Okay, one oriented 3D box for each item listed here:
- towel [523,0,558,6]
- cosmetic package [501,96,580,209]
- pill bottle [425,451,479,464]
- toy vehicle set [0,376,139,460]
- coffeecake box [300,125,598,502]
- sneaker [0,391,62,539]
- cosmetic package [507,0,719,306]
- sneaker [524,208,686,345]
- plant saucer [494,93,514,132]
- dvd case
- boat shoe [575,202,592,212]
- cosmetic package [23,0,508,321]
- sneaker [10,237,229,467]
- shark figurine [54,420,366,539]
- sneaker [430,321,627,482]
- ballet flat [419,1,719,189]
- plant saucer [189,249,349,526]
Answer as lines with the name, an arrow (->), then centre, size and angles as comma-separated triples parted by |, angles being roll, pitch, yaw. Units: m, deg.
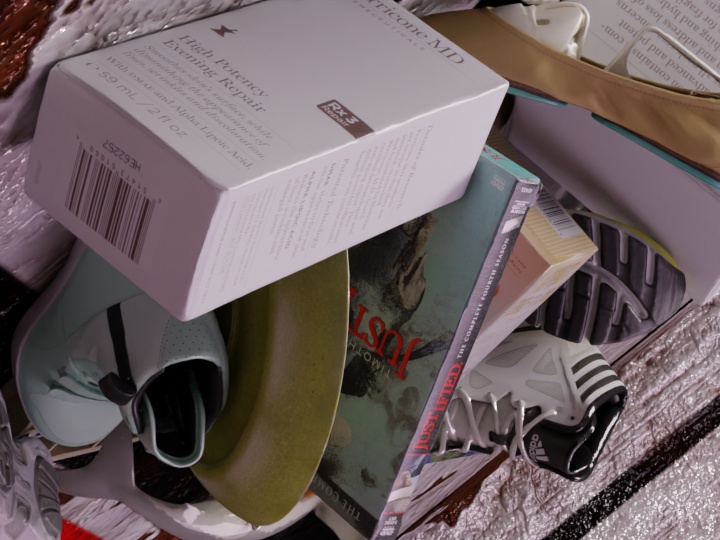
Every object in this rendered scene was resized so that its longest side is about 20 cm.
towel -> 0.107, -0.190, 0.997 | 0.132, 0.035, 0.200 | -41, 168, 16
cosmetic package -> 0.109, -0.053, 1.354 | 0.102, 0.074, 0.200 | -25, 159, -47
pill bottle -> -0.007, 0.079, 1.302 | 0.199, 0.112, 0.112 | -11, 166, -1
toy vehicle set -> -0.143, 0.062, 1.172 | 0.124, 0.027, 0.200 | -43, 167, 17
coffeecake box -> 0.000, 0.000, 1.070 | 0.200, 0.154, 0.073 | -45, 167, 25
sneaker -> -0.219, 0.107, 1.010 | 0.099, 0.078, 0.200 | -11, 152, 2
cosmetic package -> 0.214, -0.122, 1.166 | 0.200, 0.167, 0.166 | -46, 170, -11
sneaker -> 0.101, -0.012, 1.205 | 0.090, 0.199, 0.078 | -36, 135, -65
plant saucer -> 0.019, -0.060, 1.208 | 0.200, 0.029, 0.200 | -36, 166, -10
dvd case -> 0.000, 0.013, 0.994 | 0.022, 0.146, 0.200 | -1, 119, -45
boat shoe -> 0.165, -0.037, 1.289 | 0.200, 0.073, 0.062 | -36, 124, 14
cosmetic package -> -0.036, -0.059, 0.861 | 0.200, 0.102, 0.074 | -28, 147, -47
sneaker -> -0.122, 0.061, 0.988 | 0.074, 0.118, 0.201 | -2, 145, -24
shark figurine -> -0.084, 0.136, 1.179 | 0.214, 0.128, 0.089 | -11, 168, -42
sneaker -> 0.070, 0.081, 1.169 | 0.200, 0.115, 0.076 | -15, 122, -25
ballet flat -> 0.123, -0.106, 1.042 | 0.069, 0.200, 0.063 | -71, -175, -77
plant saucer -> -0.059, 0.024, 0.978 | 0.031, 0.200, 0.200 | 5, 146, -24
